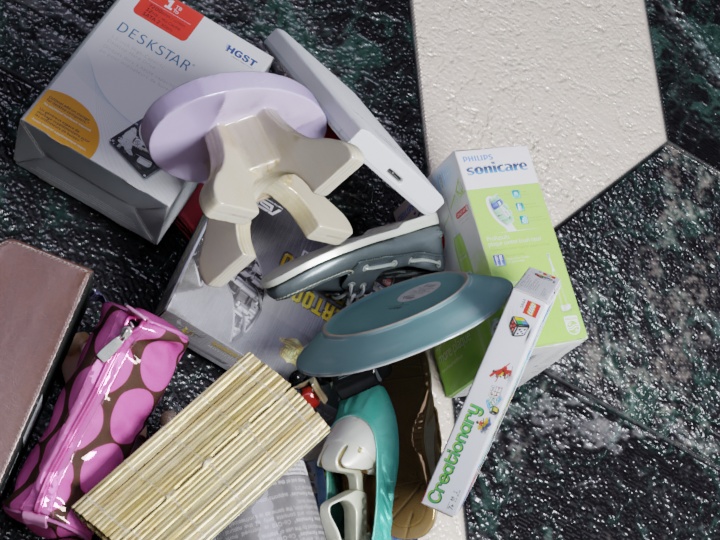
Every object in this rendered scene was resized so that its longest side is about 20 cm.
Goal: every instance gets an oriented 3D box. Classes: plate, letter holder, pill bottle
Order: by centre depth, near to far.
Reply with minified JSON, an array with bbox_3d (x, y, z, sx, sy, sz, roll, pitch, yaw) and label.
[{"bbox_3d":[-0.321,0.074,1.325,0.142,0.101,0.200,22,73,-5],"label":"letter holder"},{"bbox_3d":[-0.081,0.242,1.355,0.114,0.114,0.200,-8,71,-27],"label":"pill bottle"},{"bbox_3d":[0.034,0.038,1.410,0.200,0.200,0.026,-29,104,-31],"label":"plate"}]

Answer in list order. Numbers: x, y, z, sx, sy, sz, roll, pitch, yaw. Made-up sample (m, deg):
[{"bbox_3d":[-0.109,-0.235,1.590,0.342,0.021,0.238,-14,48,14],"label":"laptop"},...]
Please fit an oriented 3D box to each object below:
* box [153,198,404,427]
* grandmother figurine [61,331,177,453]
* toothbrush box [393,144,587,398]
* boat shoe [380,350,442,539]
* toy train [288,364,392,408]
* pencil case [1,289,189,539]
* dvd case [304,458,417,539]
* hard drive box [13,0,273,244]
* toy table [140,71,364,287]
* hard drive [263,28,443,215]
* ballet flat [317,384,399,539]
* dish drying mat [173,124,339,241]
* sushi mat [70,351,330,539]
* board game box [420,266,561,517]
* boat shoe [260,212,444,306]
[{"bbox_3d":[-0.073,0.028,1.502,0.200,0.048,0.159,32,58,-15],"label":"box"},{"bbox_3d":[-0.208,0.149,1.395,0.121,0.061,0.200,-16,73,-16],"label":"grandmother figurine"},{"bbox_3d":[0.120,0.002,1.554,0.086,0.146,0.200,-6,71,-26],"label":"toothbrush box"},{"bbox_3d":[0.036,0.146,1.480,0.074,0.069,0.200,-5,75,10],"label":"boat shoe"},{"bbox_3d":[-0.063,0.118,1.432,0.200,0.034,0.046,-26,45,4],"label":"toy train"},{"bbox_3d":[-0.217,0.123,1.325,0.091,0.094,0.200,24,80,-4],"label":"pencil case"},{"bbox_3d":[-0.042,0.239,1.452,0.200,0.018,0.143,-4,70,-26],"label":"dvd case"},{"bbox_3d":[-0.199,-0.149,1.507,0.156,0.077,0.200,30,58,0],"label":"hard drive box"},{"bbox_3d":[-0.085,-0.084,1.385,0.200,0.184,0.117,-2,56,-45],"label":"toy table"},{"bbox_3d":[-0.008,-0.141,1.532,0.132,0.027,0.200,38,11,-42],"label":"hard drive"},{"bbox_3d":[-0.005,0.188,1.406,0.070,0.067,0.200,15,71,-55],"label":"ballet flat"},{"bbox_3d":[-0.107,-0.100,1.572,0.077,0.018,0.200,48,57,3],"label":"dish drying mat"},{"bbox_3d":[-0.125,0.157,1.308,0.096,0.012,0.200,43,65,13],"label":"sushi mat"},{"bbox_3d":[0.113,0.101,1.392,0.035,0.126,0.200,24,102,8],"label":"board game box"},{"bbox_3d":[0.000,0.000,1.482,0.200,0.073,0.062,-21,96,-37],"label":"boat shoe"}]
